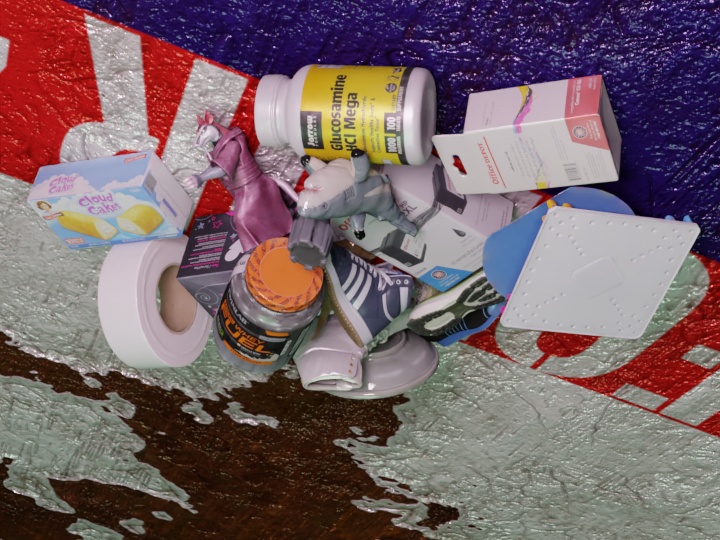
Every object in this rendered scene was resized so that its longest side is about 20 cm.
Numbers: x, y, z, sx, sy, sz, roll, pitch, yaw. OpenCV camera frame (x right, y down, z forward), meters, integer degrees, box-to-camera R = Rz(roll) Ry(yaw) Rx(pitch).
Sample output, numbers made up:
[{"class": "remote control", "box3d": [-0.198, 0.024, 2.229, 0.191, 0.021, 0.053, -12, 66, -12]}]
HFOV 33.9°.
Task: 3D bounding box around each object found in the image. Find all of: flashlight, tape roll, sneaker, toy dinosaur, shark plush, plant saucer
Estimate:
[{"class": "flashlight", "box3d": [-0.043, -0.093, 1.445, 0.068, 0.201, 0.068, 32, 144, -27]}, {"class": "tape roll", "box3d": [-0.296, 0.043, 1.736, 0.070, 0.203, 0.203, -5, 142, 26]}, {"class": "sneaker", "box3d": [0.137, 0.053, 1.713, 0.078, 0.070, 0.200, 22, 146, -20]}, {"class": "toy dinosaur", "box3d": [-0.019, 0.004, 1.638, 0.101, 0.201, 0.058, 17, -177, -37]}, {"class": "sneaker", "box3d": [0.000, 0.000, 1.564, 0.070, 0.108, 0.200, 42, 163, 52]}, {"class": "sneaker", "box3d": [0.141, 0.011, 1.636, 0.200, 0.089, 0.077, -30, 143, 27]}, {"class": "shark plush", "box3d": [-0.007, -0.076, 1.397, 0.090, 0.084, 0.200, 1, 165, 27]}, {"class": "plant saucer", "box3d": [0.018, 0.121, 1.771, 0.199, 0.200, 0.050, 2, 117, 16]}, {"class": "sneaker", "box3d": [0.000, 0.114, 1.687, 0.199, 0.116, 0.074, -13, 152, -11]}]

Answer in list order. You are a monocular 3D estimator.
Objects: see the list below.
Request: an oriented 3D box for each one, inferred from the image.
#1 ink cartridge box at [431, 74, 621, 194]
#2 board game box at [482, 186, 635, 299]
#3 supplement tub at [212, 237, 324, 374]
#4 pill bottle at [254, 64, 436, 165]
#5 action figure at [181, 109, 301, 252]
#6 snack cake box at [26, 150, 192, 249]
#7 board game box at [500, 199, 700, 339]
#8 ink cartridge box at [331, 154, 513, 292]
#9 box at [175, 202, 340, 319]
[{"class": "ink cartridge box", "box3d": [0.195, -0.155, 1.389, 0.199, 0.068, 0.117, -5, 142, 23]}, {"class": "board game box", "box3d": [0.247, -0.040, 1.489, 0.200, 0.039, 0.158, -32, 129, 20]}, {"class": "supplement tub", "box3d": [-0.118, 0.045, 1.530, 0.122, 0.123, 0.200, 18, 149, -7]}, {"class": "pill bottle", "box3d": [-0.017, -0.183, 1.383, 0.199, 0.113, 0.113, 4, 145, 14]}, {"class": "action figure", "box3d": [-0.149, -0.122, 1.530, 0.148, 0.134, 0.201, -25, 111, -1]}, {"class": "snack cake box", "box3d": [-0.353, -0.098, 1.670, 0.199, 0.067, 0.115, -5, 143, 26]}, {"class": "board game box", "box3d": [0.296, 0.001, 1.486, 0.199, 0.026, 0.201, 6, 132, -14]}, {"class": "ink cartridge box", "box3d": [0.075, -0.073, 1.537, 0.199, 0.084, 0.145, 28, 144, -20]}, {"class": "box", "box3d": [-0.138, -0.005, 1.684, 0.199, 0.115, 0.132, -6, 141, 28]}]
